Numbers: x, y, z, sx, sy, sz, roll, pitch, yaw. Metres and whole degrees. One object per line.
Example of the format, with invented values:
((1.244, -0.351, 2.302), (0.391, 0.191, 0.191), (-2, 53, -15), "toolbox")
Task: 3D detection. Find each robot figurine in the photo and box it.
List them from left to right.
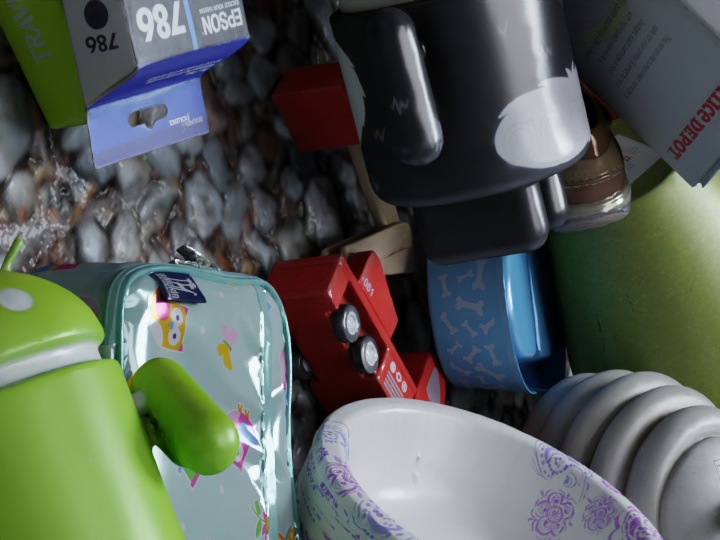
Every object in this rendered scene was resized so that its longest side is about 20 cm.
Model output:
((-0.138, 0.091, 0.815), (0.174, 0.116, 0.202), (-19, 83, -21), "robot figurine")
((0.049, -0.108, 1.080), (0.124, 0.150, 0.202), (-18, 103, -14), "robot figurine")

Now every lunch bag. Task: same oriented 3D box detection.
((-0.089, 0.091, 0.952), (0.160, 0.077, 0.202), (8, 80, -57), "lunch bag")

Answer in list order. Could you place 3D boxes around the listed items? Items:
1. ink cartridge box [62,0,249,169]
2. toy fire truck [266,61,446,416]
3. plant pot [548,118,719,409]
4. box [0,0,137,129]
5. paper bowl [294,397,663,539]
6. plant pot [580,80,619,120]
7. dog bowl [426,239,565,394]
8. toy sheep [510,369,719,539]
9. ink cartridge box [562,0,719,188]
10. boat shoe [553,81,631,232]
((-0.099, -0.153, 0.923), (0.099, 0.039, 0.202), (-28, 111, -58), "ink cartridge box")
((0.000, 0.000, 1.142), (0.201, 0.048, 0.142), (60, 37, -36), "toy fire truck")
((0.195, 0.009, 1.269), (0.201, 0.186, 0.188), (59, 40, -33), "plant pot")
((-0.140, -0.182, 0.939), (0.122, 0.047, 0.201), (-56, 131, -48), "box")
((0.053, 0.159, 1.049), (0.200, 0.200, 0.105), (-15, 131, -58), "paper bowl")
((0.243, -0.101, 1.435), (0.176, 0.199, 0.202), (-15, 98, -51), "plant pot")
((0.083, 0.021, 1.229), (0.200, 0.049, 0.113), (10, 73, -76), "dog bowl")
((0.161, 0.124, 1.176), (0.137, 0.199, 0.139), (-11, 107, -43), "toy sheep")
((0.158, -0.159, 1.119), (0.085, 0.145, 0.200), (-42, 83, -18), "ink cartridge box")
((0.103, -0.099, 1.214), (0.075, 0.200, 0.072), (-19, 126, -15), "boat shoe")
